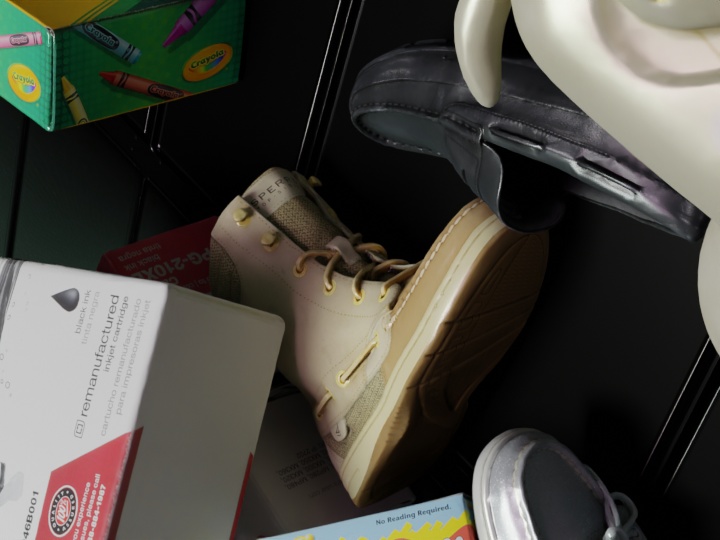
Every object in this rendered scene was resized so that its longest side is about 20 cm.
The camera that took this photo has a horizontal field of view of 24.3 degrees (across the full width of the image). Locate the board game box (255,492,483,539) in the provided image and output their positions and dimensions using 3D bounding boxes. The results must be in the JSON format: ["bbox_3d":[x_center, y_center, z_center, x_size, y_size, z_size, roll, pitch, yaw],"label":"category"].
[{"bbox_3d":[0.030,0.214,0.748,0.105,0.103,0.200,-15,69,16],"label":"board game box"}]

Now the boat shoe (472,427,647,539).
[{"bbox_3d":[0.118,0.156,0.723,0.065,0.074,0.202,-29,87,47],"label":"boat shoe"}]

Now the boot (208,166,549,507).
[{"bbox_3d":[0.000,0.000,0.798,0.156,0.073,0.200,52,143,24],"label":"boot"}]

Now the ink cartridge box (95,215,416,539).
[{"bbox_3d":[-0.078,0.096,0.926,0.200,0.084,0.145,54,141,20],"label":"ink cartridge box"}]

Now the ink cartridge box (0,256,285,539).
[{"bbox_3d":[-0.148,0.072,0.826,0.200,0.084,0.145,7,81,43],"label":"ink cartridge box"}]

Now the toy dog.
[{"bbox_3d":[0.135,-0.044,0.535,0.194,0.140,0.200,-22,101,23],"label":"toy dog"}]

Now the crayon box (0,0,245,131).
[{"bbox_3d":[-0.169,-0.150,0.896,0.200,0.119,0.058,35,131,37],"label":"crayon box"}]

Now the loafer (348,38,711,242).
[{"bbox_3d":[0.065,-0.052,0.680,0.200,0.068,0.071,11,79,46],"label":"loafer"}]
